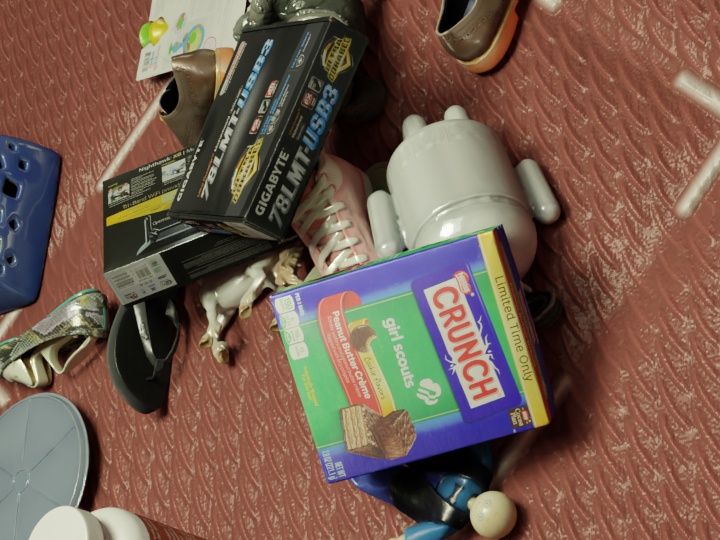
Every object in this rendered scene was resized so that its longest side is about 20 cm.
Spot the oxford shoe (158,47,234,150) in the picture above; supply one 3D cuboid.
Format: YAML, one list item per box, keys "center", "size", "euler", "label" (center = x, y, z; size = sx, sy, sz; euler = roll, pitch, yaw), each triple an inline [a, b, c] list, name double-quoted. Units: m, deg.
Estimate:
- center: [-0.178, -0.166, 1.811]
  size: [0.201, 0.072, 0.072]
  euler: [108, 159, -54]
  label: "oxford shoe"

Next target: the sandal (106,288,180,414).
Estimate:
- center: [-0.216, 0.048, 1.794]
  size: [0.043, 0.076, 0.202]
  euler: [-16, 59, 40]
  label: "sandal"

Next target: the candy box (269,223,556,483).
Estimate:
- center: [0.046, 0.069, 1.446]
  size: [0.199, 0.077, 0.170]
  euler: [-17, 95, 11]
  label: "candy box"

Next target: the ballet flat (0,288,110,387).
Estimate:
- center: [-0.351, 0.090, 1.908]
  size: [0.200, 0.072, 0.072]
  euler: [-29, 52, 30]
  label: "ballet flat"

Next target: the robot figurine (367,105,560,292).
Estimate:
- center: [0.090, -0.054, 1.541]
  size: [0.168, 0.113, 0.201]
  euler: [-16, 53, -3]
  label: "robot figurine"

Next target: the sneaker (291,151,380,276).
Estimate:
- center: [-0.026, -0.027, 1.554]
  size: [0.075, 0.104, 0.201]
  euler: [-31, 53, 23]
  label: "sneaker"

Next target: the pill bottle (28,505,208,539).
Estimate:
- center: [-0.206, 0.281, 1.578]
  size: [0.112, 0.200, 0.113]
  euler: [-20, 57, 33]
  label: "pill bottle"

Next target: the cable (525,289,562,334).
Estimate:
- center: [0.080, 0.061, 1.525]
  size: [0.199, 0.050, 0.097]
  euler: [-22, 23, 38]
  label: "cable"

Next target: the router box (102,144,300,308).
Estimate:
- center: [-0.162, -0.062, 1.748]
  size: [0.199, 0.052, 0.158]
  euler: [-21, 39, 8]
  label: "router box"

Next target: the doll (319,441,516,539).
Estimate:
- center: [0.055, 0.184, 1.499]
  size: [0.199, 0.048, 0.137]
  euler: [22, 75, 40]
  label: "doll"

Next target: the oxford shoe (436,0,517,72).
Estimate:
- center: [0.124, -0.295, 1.652]
  size: [0.071, 0.073, 0.201]
  euler: [1, 70, 43]
  label: "oxford shoe"

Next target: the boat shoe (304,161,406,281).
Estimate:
- center: [0.000, 0.000, 1.634]
  size: [0.072, 0.060, 0.202]
  euler: [26, 88, 46]
  label: "boat shoe"

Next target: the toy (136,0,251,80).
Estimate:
- center: [-0.171, -0.275, 1.941]
  size: [0.199, 0.047, 0.116]
  euler: [-5, 69, 45]
  label: "toy"

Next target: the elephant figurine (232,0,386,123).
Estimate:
- center: [-0.043, -0.193, 1.728]
  size: [0.156, 0.141, 0.201]
  euler: [-57, 37, 33]
  label: "elephant figurine"

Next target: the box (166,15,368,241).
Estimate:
- center: [-0.090, -0.129, 1.583]
  size: [0.198, 0.049, 0.201]
  euler: [10, 76, 62]
  label: "box"

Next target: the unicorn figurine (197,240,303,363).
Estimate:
- center: [-0.133, 0.018, 1.749]
  size: [0.199, 0.074, 0.138]
  euler: [-17, 48, 19]
  label: "unicorn figurine"

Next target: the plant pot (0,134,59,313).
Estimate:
- center: [-0.491, -0.063, 2.030]
  size: [0.199, 0.179, 0.201]
  euler: [-14, 60, 36]
  label: "plant pot"

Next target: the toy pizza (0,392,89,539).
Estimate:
- center: [-0.355, 0.231, 1.862]
  size: [0.199, 0.032, 0.202]
  euler: [-19, 58, 35]
  label: "toy pizza"
